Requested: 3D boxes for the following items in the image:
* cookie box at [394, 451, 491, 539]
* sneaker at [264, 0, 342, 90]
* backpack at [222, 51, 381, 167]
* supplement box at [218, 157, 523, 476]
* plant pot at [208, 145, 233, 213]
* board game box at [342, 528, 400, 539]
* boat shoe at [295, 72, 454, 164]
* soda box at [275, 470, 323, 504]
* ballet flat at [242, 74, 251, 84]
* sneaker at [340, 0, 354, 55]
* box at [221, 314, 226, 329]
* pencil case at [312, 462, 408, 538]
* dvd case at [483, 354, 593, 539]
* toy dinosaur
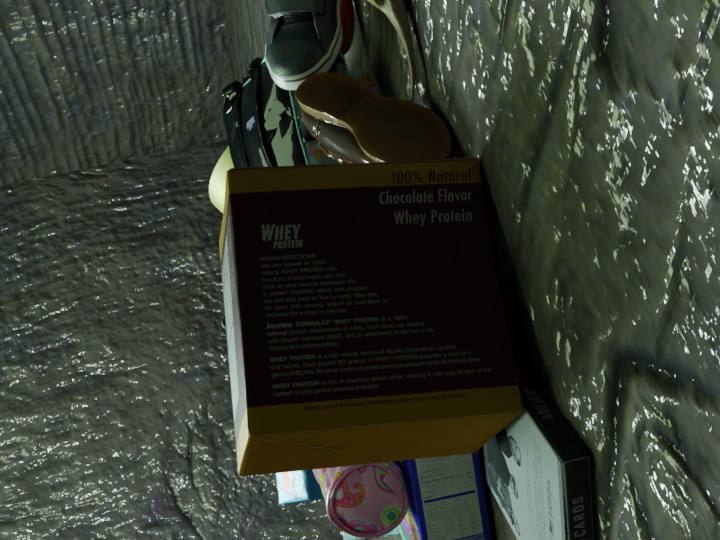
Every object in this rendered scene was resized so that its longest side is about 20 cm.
[{"bbox_3d":[0.073,0.208,1.120,0.171,0.075,0.202,-128,28,-74],"label":"cookie box"},{"bbox_3d":[-0.054,-0.269,1.039,0.080,0.078,0.201,61,-145,-53],"label":"sneaker"},{"bbox_3d":[-0.052,-0.115,1.156,0.175,0.152,0.202,-23,73,57],"label":"backpack"},{"bbox_3d":[-0.002,0.036,0.832,0.133,0.195,0.202,114,151,-66],"label":"supplement box"},{"bbox_3d":[-0.069,-0.098,1.369,0.142,0.199,0.200,49,162,20],"label":"plant pot"},{"bbox_3d":[0.013,0.264,1.492,0.028,0.135,0.202,-3,-102,-53],"label":"board game box"},{"bbox_3d":[0.018,-0.113,0.954,0.200,0.070,0.071,40,157,46],"label":"boat shoe"},{"bbox_3d":[-0.032,0.296,1.583,0.064,0.199,0.068,-19,73,39],"label":"soda box"},{"bbox_3d":[-0.105,-0.132,1.258,0.066,0.056,0.202,177,89,-87],"label":"ballet flat"},{"bbox_3d":[-0.047,-0.333,1.152,0.116,0.078,0.202,135,121,-82],"label":"sneaker"},{"bbox_3d":[-0.058,0.009,1.216,0.201,0.120,0.032,-60,-7,-22],"label":"box"},{"bbox_3d":[-0.008,0.197,1.120,0.200,0.087,0.088,-125,24,-75],"label":"pencil case"},{"bbox_3d":[0.129,0.152,0.824,0.200,0.025,0.151,-119,19,-64],"label":"dvd case"},{"bbox_3d":[0.021,-0.248,0.946,0.201,0.058,0.101,66,-175,21],"label":"toy dinosaur"}]
